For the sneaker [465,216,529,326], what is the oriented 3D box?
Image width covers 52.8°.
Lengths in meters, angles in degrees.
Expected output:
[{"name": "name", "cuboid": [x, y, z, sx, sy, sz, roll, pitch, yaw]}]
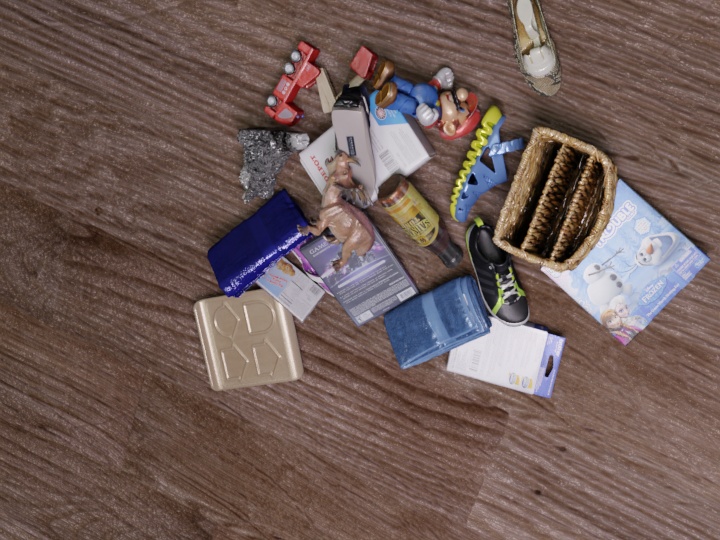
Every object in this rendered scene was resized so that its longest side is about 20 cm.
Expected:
[{"name": "sneaker", "cuboid": [0.235, 0.006, 1.257, 0.070, 0.083, 0.204, -27, 89, -3]}]

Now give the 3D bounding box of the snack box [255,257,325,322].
[{"name": "snack box", "cuboid": [-0.163, 0.008, 1.389, 0.199, 0.024, 0.072, 39, 79, 9]}]

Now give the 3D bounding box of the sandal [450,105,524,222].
[{"name": "sandal", "cuboid": [0.216, -0.172, 1.246, 0.085, 0.080, 0.204, 25, 108, 5]}]

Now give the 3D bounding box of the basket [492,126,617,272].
[{"name": "basket", "cuboid": [0.322, -0.104, 1.163, 0.141, 0.148, 0.205, 27, 100, 28]}]

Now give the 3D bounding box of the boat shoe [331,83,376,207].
[{"name": "boat shoe", "cuboid": [-0.005, -0.212, 1.216, 0.072, 0.094, 0.204, 5, 131, 9]}]

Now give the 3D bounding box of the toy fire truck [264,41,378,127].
[{"name": "toy fire truck", "cuboid": [-0.072, -0.333, 1.304, 0.140, 0.049, 0.202, 35, 108, 6]}]

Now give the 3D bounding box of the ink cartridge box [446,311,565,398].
[{"name": "ink cartridge box", "cuboid": [0.261, 0.146, 1.316, 0.195, 0.042, 0.123, 15, 104, 15]}]

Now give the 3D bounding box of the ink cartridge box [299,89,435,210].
[{"name": "ink cartridge box", "cuboid": [0.012, -0.206, 1.288, 0.198, 0.086, 0.148, -34, 91, 20]}]

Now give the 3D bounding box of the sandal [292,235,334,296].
[{"name": "sandal", "cuboid": [-0.073, -0.011, 1.370, 0.201, 0.050, 0.083, 40, 110, 3]}]

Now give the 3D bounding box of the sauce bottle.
[{"name": "sauce bottle", "cuboid": [0.110, -0.080, 1.260, 0.066, 0.067, 0.199, -38, 119, 18]}]

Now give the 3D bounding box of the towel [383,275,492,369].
[{"name": "towel", "cuboid": [0.134, 0.094, 1.309, 0.197, 0.048, 0.114, -28, 80, 32]}]

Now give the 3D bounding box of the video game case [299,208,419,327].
[{"name": "video game case", "cuboid": [0.000, 0.000, 1.327, 0.141, 0.019, 0.202, -28, 117, 18]}]

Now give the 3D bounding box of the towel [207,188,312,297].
[{"name": "towel", "cuboid": [-0.185, -0.048, 1.336, 0.198, 0.148, 0.050, -37, 130, 1]}]

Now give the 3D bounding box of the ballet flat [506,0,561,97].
[{"name": "ballet flat", "cuboid": [0.278, -0.383, 1.184, 0.066, 0.075, 0.205, -16, 97, 16]}]

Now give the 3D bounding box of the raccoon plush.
[{"name": "raccoon plush", "cuboid": [-0.164, -0.183, 1.302, 0.094, 0.199, 0.138, -6, 106, -25]}]

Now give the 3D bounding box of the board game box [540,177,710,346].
[{"name": "board game box", "cuboid": [0.443, -0.014, 1.231, 0.198, 0.043, 0.201, 41, 108, 6]}]

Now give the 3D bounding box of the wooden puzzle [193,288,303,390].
[{"name": "wooden puzzle", "cuboid": [-0.219, 0.134, 1.445, 0.194, 0.046, 0.191, -10, 98, 12]}]

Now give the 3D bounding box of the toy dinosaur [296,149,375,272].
[{"name": "toy dinosaur", "cuboid": [-0.018, -0.084, 1.210, 0.133, 0.087, 0.201, -29, 126, 17]}]

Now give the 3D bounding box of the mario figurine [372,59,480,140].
[{"name": "mario figurine", "cuboid": [0.123, -0.291, 1.202, 0.195, 0.105, 0.127, 13, 87, -28]}]
